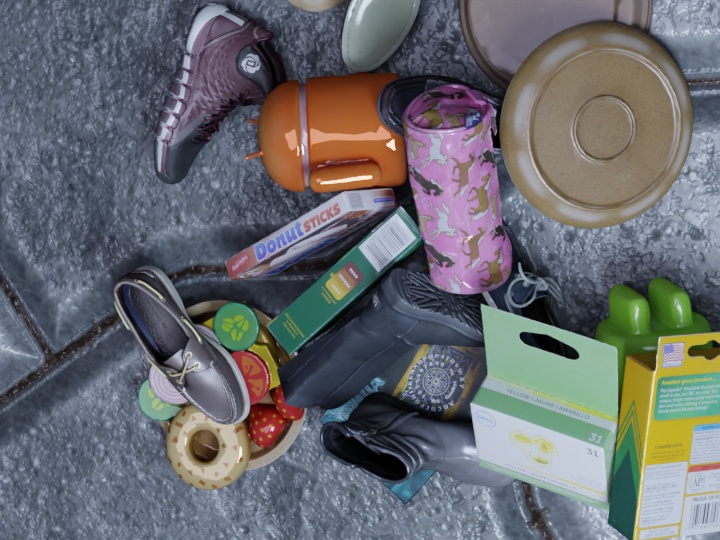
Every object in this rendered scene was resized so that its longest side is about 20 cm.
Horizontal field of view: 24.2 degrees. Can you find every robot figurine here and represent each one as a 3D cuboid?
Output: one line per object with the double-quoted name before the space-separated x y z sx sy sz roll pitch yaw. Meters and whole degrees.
"robot figurine" 0.291 0.114 1.654 0.173 0.116 0.203 -9 104 -13
"robot figurine" -0.019 -0.140 1.700 0.197 0.117 0.146 -4 78 0

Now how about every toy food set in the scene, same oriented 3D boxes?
"toy food set" -0.153 0.129 1.848 0.199 0.049 0.200 -28 91 22

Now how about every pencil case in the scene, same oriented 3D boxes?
"pencil case" 0.095 -0.074 1.603 0.086 0.083 0.202 8 128 26

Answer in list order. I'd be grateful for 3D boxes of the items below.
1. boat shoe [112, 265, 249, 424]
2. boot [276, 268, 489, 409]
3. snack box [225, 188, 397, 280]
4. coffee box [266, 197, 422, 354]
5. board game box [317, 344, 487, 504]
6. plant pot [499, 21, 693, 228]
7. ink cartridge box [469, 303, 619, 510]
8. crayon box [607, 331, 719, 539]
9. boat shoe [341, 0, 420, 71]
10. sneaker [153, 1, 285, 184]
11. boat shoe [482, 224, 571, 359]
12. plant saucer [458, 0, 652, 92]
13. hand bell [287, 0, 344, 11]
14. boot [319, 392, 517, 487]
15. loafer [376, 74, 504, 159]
"boat shoe" -0.194 0.086 1.796 0.072 0.059 0.201 -36 88 21
"boot" 0.033 0.085 1.724 0.164 0.066 0.200 20 131 -32
"snack box" -0.053 -0.037 1.732 0.199 0.071 0.025 -28 77 43
"coffee box" 0.000 0.000 1.731 0.200 0.123 0.044 -42 87 23
"board game box" 0.064 0.133 1.785 0.135 0.028 0.200 43 111 7
"plant pot" 0.234 -0.138 1.625 0.197 0.027 0.203 -2 102 -11
"ink cartridge box" 0.176 0.133 1.599 0.144 0.048 0.201 17 144 25
"crayon box" 0.305 0.147 1.571 0.124 0.052 0.203 -3 107 -25
"boat shoe" 0.027 -0.302 1.697 0.071 0.061 0.203 12 113 -24
"sneaker" -0.143 -0.172 1.772 0.114 0.076 0.202 21 106 11
"boat shoe" 0.167 0.038 1.681 0.062 0.074 0.202 -32 62 41
"plant saucer" 0.190 -0.263 1.664 0.197 0.029 0.203 4 102 19
"hand bell" -0.078 -0.303 1.655 0.103 0.200 0.106 4 103 18
"boot" 0.064 0.191 1.710 0.198 0.132 0.071 13 104 16
"loafer" 0.115 -0.148 1.641 0.198 0.063 0.073 13 88 -23
